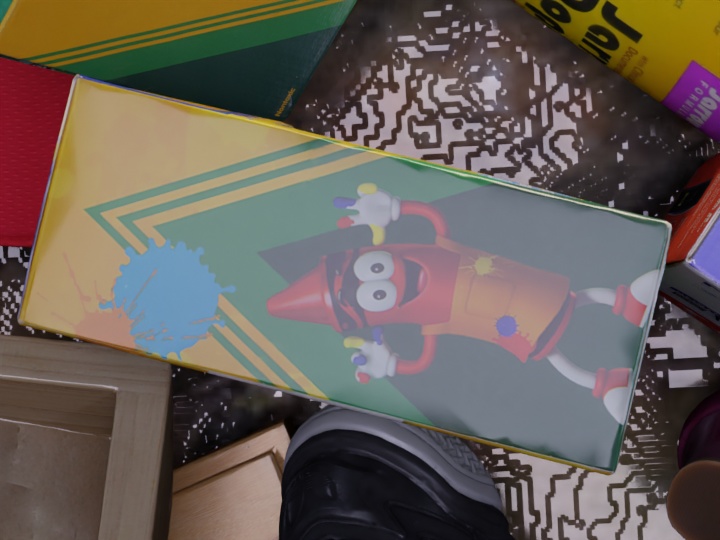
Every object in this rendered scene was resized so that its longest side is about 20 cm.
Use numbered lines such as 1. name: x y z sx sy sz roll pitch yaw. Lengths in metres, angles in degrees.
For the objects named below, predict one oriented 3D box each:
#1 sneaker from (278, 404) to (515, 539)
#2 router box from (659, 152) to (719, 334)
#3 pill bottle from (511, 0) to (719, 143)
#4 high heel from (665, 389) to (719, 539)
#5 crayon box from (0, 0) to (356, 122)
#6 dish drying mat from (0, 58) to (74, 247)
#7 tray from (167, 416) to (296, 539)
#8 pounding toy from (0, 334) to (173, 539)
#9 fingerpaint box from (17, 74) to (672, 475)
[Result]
1. sneaker: 0.041 0.138 0.736 0.200 0.114 0.075 42 127 -9
2. router box: 0.182 0.034 0.714 0.199 0.179 0.049 34 90 3
3. pill bottle: 0.114 -0.105 0.756 0.199 0.104 0.105 35 91 3
4. high heel: 0.192 0.094 0.743 0.199 0.096 0.068 32 112 8
5. crayon box: -0.031 -0.148 0.685 0.058 0.118 0.201 48 116 39
6. dish drying mat: -0.111 -0.100 0.762 0.076 0.018 0.202 -1 116 -6
7. tray: -0.096 0.135 0.798 0.199 0.037 0.099 -24 88 3
8. pounding toy: -0.162 0.104 0.720 0.198 0.143 0.186 5 60 -1
9. fingerpaint box: 0.000 0.000 0.712 0.165 0.200 0.074 14 90 4
